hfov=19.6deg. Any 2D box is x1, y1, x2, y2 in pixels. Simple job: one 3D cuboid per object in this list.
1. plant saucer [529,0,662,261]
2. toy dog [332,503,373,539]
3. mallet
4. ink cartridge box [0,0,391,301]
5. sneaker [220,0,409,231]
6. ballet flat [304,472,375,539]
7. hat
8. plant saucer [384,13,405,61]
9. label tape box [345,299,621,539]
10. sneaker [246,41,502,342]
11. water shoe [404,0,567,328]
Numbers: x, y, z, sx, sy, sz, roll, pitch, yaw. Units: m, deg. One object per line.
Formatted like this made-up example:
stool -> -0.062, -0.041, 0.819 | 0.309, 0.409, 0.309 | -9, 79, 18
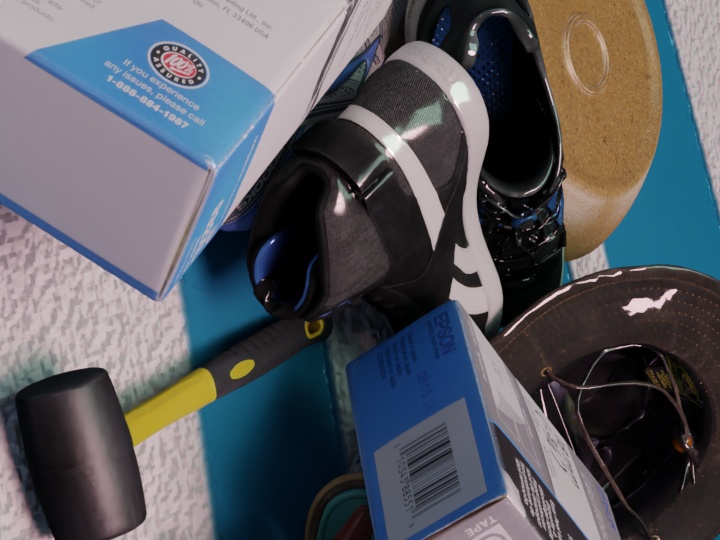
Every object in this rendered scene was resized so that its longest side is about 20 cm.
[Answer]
plant saucer -> 0.102, -0.106, 1.059 | 0.199, 0.035, 0.202 | 15, 71, -49
toy dog -> 0.008, 0.173, 0.825 | 0.200, 0.096, 0.132 | 45, 14, 17
mallet -> -0.072, 0.041, 0.867 | 0.200, 0.041, 0.066 | -41, 117, -52
ink cartridge box -> -0.078, -0.108, 0.800 | 0.144, 0.084, 0.200 | 31, 48, 4
sneaker -> -0.026, -0.090, 0.935 | 0.200, 0.077, 0.086 | -47, 128, -37
ballet flat -> 0.029, 0.168, 0.953 | 0.063, 0.068, 0.201 | -82, 150, -66
hat -> 0.102, 0.076, 1.011 | 0.199, 0.081, 0.202 | -9, 116, -19
plant saucer -> 0.065, -0.128, 1.075 | 0.200, 0.036, 0.202 | 15, 71, -48
label tape box -> 0.077, 0.130, 0.888 | 0.200, 0.063, 0.145 | 52, 14, -28
sneaker -> 0.000, 0.000, 0.919 | 0.112, 0.073, 0.201 | -39, 145, -25
water shoe -> 0.059, -0.042, 0.952 | 0.079, 0.071, 0.201 | -111, -175, -55
